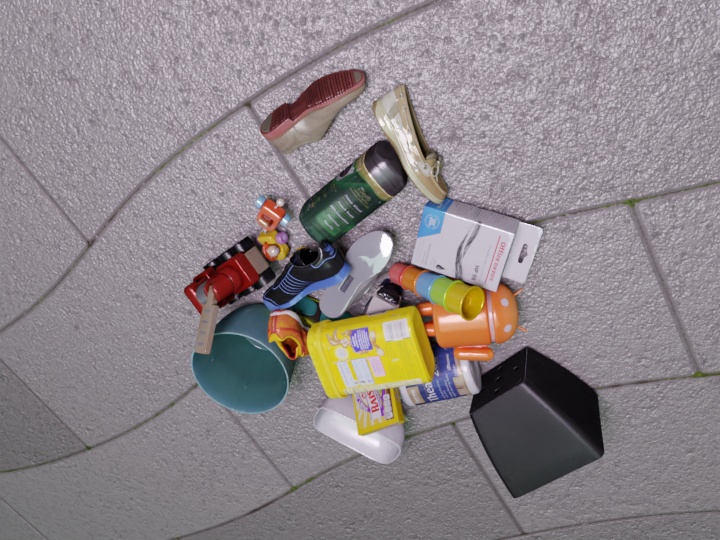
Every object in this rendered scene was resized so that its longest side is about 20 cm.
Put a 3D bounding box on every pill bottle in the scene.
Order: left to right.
[{"bbox_3d":[0.134,0.211,1.085,0.199,0.111,0.112,-17,114,20],"label":"pill bottle"}]

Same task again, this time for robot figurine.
[{"bbox_3d":[0.204,0.081,0.995,0.198,0.145,0.117,-6,138,14],"label":"robot figurine"}]

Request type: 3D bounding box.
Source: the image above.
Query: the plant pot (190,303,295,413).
[{"bbox_3d":[-0.221,0.163,1.106,0.199,0.161,0.202,5,120,9],"label":"plant pot"}]

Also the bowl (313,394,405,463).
[{"bbox_3d":[0.002,0.335,1.172,0.199,0.075,0.200,27,148,5],"label":"bowl"}]

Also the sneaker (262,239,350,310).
[{"bbox_3d":[-0.114,0.006,0.967,0.199,0.070,0.078,-25,118,29],"label":"sneaker"}]

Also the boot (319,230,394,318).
[{"bbox_3d":[0.000,0.000,1.010,0.074,0.096,0.200,43,111,6],"label":"boot"}]

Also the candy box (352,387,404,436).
[{"bbox_3d":[0.024,0.217,1.073,0.102,0.201,0.026,-30,145,31],"label":"candy box"}]

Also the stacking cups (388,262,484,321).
[{"bbox_3d":[0.126,0.034,0.957,0.199,0.060,0.061,20,134,51],"label":"stacking cups"}]

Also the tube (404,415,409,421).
[{"bbox_3d":[0.024,0.276,1.184,0.052,0.058,0.200,-42,112,-8],"label":"tube"}]

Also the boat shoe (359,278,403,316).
[{"bbox_3d":[0.030,0.109,1.057,0.074,0.093,0.201,29,119,2],"label":"boat shoe"}]

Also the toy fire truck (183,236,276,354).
[{"bbox_3d":[-0.272,0.054,1.006,0.176,0.200,0.129,-24,104,46],"label":"toy fire truck"}]

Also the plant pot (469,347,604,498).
[{"bbox_3d":[0.324,0.276,1.043,0.178,0.200,0.199,47,119,-3],"label":"plant pot"}]

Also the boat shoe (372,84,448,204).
[{"bbox_3d":[0.096,-0.204,0.886,0.063,0.073,0.201,-27,102,25],"label":"boat shoe"}]

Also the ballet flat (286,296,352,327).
[{"bbox_3d":[-0.093,0.096,1.102,0.199,0.067,0.067,26,144,-12],"label":"ballet flat"}]

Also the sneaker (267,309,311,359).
[{"bbox_3d":[-0.118,0.142,1.039,0.073,0.078,0.200,-10,152,29],"label":"sneaker"}]

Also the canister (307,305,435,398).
[{"bbox_3d":[0.022,0.149,0.977,0.199,0.087,0.149,-13,109,21],"label":"canister"}]

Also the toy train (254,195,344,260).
[{"bbox_3d":[-0.132,-0.043,1.003,0.200,0.056,0.150,38,145,-12],"label":"toy train"}]

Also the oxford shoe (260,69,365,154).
[{"bbox_3d":[-0.070,-0.264,0.901,0.199,0.071,0.075,-23,139,21],"label":"oxford shoe"}]

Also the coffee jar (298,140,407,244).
[{"bbox_3d":[-0.009,-0.133,0.927,0.200,0.105,0.085,-35,110,27],"label":"coffee jar"}]

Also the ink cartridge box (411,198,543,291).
[{"bbox_3d":[0.200,-0.043,0.931,0.199,0.067,0.117,19,120,15],"label":"ink cartridge box"}]
